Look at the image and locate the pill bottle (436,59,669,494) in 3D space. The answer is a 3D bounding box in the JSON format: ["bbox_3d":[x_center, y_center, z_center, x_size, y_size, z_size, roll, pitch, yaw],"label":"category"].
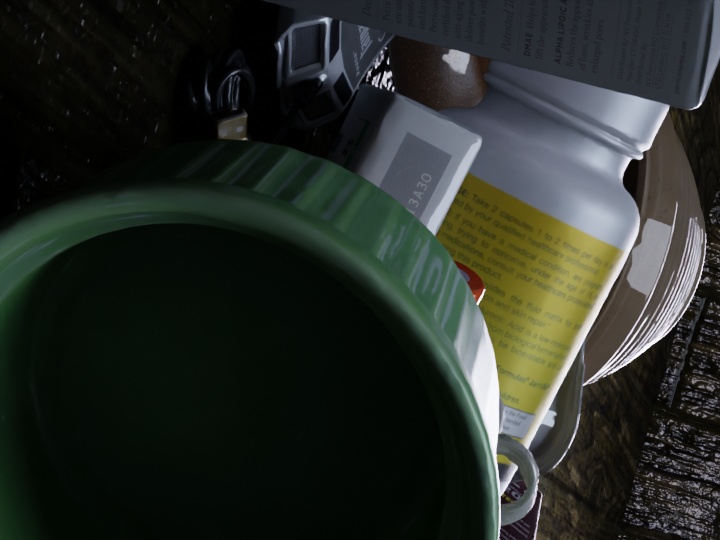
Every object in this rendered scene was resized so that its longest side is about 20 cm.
[{"bbox_3d":[0.058,-0.005,0.996,0.200,0.111,0.111,-63,167,6],"label":"pill bottle"}]

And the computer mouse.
[{"bbox_3d":[-0.023,-0.101,0.954,0.200,0.044,0.110,-58,154,-34],"label":"computer mouse"}]

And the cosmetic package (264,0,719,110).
[{"bbox_3d":[0.056,-0.142,0.884,0.074,0.200,0.102,90,22,-46],"label":"cosmetic package"}]

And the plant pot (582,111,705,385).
[{"bbox_3d":[0.125,-0.016,1.213,0.201,0.093,0.201,-34,-132,47],"label":"plant pot"}]

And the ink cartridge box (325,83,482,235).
[{"bbox_3d":[-0.022,-0.004,0.962,0.161,0.050,0.200,-63,-165,2],"label":"ink cartridge box"}]

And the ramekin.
[{"bbox_3d":[-0.048,0.054,0.716,0.098,0.199,0.201,-60,161,-68],"label":"ramekin"}]

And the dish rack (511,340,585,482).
[{"bbox_3d":[0.056,0.017,1.176,0.172,0.043,0.201,-20,-124,54],"label":"dish rack"}]

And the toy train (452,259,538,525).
[{"bbox_3d":[-0.035,0.050,0.830,0.056,0.199,0.151,-64,140,-65],"label":"toy train"}]

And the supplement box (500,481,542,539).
[{"bbox_3d":[0.032,0.193,1.165,0.109,0.061,0.200,-45,-165,32],"label":"supplement box"}]

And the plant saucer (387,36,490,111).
[{"bbox_3d":[0.057,-0.147,1.115,0.200,0.037,0.201,-1,90,-71],"label":"plant saucer"}]
